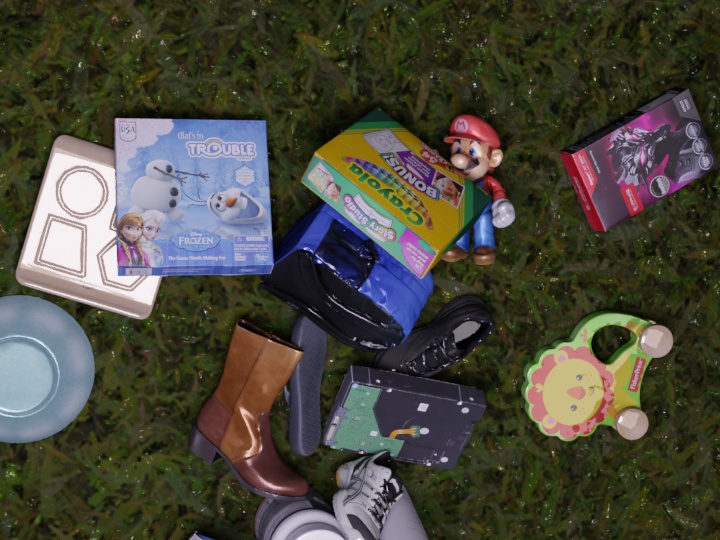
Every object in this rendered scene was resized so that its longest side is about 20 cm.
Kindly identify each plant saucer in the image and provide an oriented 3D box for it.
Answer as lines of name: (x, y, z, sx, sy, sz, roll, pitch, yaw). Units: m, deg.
plant saucer: (-0.452, 0.136, 1.589, 0.198, 0.039, 0.204, -2, 101, -11)

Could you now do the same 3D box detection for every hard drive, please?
hard drive: (0.059, 0.206, 1.679, 0.197, 0.038, 0.141, 10, 129, -14)

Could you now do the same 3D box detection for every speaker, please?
speaker: (0.050, 0.364, 1.649, 0.080, 0.200, 0.082, -3, 107, -10)

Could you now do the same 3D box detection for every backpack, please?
backpack: (0.000, 0.000, 1.592, 0.199, 0.162, 0.169, 39, 67, -10)

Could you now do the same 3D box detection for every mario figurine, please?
mario figurine: (0.140, -0.109, 1.635, 0.122, 0.106, 0.203, -4, 103, -9)

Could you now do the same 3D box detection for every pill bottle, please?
pill bottle: (-0.075, 0.367, 1.622, 0.112, 0.200, 0.116, -1, 95, -13)

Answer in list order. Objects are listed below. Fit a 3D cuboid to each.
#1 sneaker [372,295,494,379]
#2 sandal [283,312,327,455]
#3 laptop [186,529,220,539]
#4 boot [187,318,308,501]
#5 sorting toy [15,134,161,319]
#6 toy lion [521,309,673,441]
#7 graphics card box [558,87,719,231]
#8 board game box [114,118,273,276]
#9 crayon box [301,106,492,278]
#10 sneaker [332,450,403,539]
sneaker: (0.100, 0.109, 1.674, 0.199, 0.091, 0.076, -38, 107, -2)
sandal: (-0.085, 0.154, 1.656, 0.042, 0.076, 0.203, 8, 99, 28)
laptop: (-0.178, 0.457, 1.645, 0.187, 0.116, 0.200, 42, 104, -15)
boot: (-0.119, 0.190, 1.626, 0.187, 0.068, 0.202, 30, 105, 15)
sorting toy: (-0.337, -0.056, 1.583, 0.183, 0.036, 0.203, 17, 92, -14)
toy lion: (0.334, 0.152, 1.751, 0.189, 0.069, 0.203, 15, 97, -6)
graphics card box: (0.396, -0.158, 1.708, 0.198, 0.051, 0.127, -29, 104, -6)
board game box: (-0.215, -0.095, 1.550, 0.197, 0.043, 0.202, -1, 73, -13)
crayon box: (0.049, -0.105, 1.550, 0.199, 0.172, 0.059, 38, 128, 8)
sneaker: (0.015, 0.303, 1.613, 0.087, 0.201, 0.076, -26, 112, 8)
